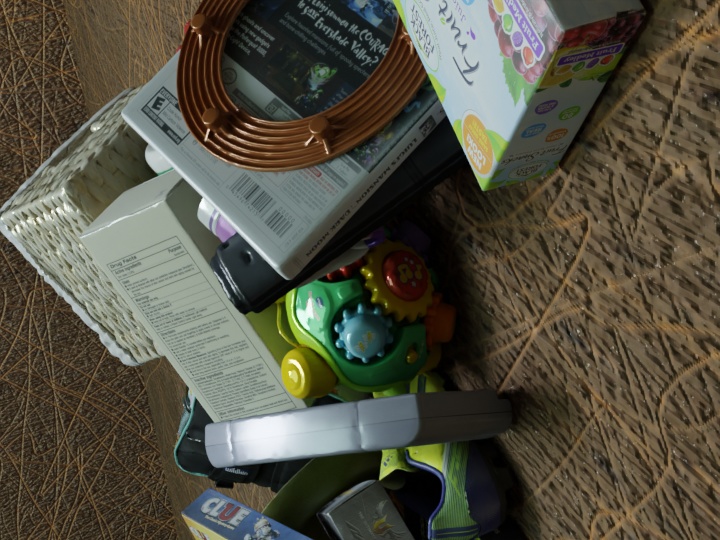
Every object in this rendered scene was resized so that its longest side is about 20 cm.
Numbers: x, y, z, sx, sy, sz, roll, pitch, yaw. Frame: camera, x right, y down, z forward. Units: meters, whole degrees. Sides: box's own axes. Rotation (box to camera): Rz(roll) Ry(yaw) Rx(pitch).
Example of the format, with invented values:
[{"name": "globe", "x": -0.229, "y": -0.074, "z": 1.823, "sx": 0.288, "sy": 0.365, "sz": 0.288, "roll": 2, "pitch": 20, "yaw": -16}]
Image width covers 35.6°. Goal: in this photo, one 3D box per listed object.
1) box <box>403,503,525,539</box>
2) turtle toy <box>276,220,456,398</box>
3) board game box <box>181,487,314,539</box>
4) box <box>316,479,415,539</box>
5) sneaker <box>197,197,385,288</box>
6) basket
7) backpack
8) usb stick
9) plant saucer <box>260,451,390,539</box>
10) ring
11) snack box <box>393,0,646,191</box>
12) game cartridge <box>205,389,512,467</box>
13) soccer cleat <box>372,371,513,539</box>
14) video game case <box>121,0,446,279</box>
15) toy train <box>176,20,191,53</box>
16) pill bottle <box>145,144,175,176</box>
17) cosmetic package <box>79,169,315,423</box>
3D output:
[{"name": "box", "x": 0.088, "y": 0.235, "z": 0.895, "sx": 0.200, "sy": 0.036, "sz": 0.144, "roll": -129, "pitch": 30, "yaw": -54}, {"name": "turtle toy", "x": 0.000, "y": 0.000, "z": 0.838, "sx": 0.101, "sy": 0.145, "sz": 0.202, "roll": -35, "pitch": 70, "yaw": 47}, {"name": "board game box", "x": -0.050, "y": 0.256, "z": 0.873, "sx": 0.199, "sy": 0.035, "sz": 0.136, "roll": 11, "pitch": 131, "yaw": 50}, {"name": "box", "x": 0.038, "y": 0.264, "z": 0.880, "sx": 0.201, "sy": 0.048, "sz": 0.158, "roll": 58, "pitch": 168, "yaw": 8}, {"name": "sneaker", "x": -0.007, "y": -0.076, "z": 0.775, "sx": 0.114, "sy": 0.201, "sz": 0.073, "roll": 38, "pitch": 178, "yaw": 17}, {"name": "basket", "x": -0.181, "y": -0.049, "z": 1.023, "sx": 0.160, "sy": 0.199, "sz": 0.200, "roll": -9, "pitch": 126, "yaw": 53}, {"name": "backpack", "x": -0.076, "y": 0.114, "z": 1.064, "sx": 0.201, "sy": 0.174, "sz": 0.154, "roll": 111, "pitch": 176, "yaw": -56}, {"name": "usb stick", "x": -0.007, "y": -0.046, "z": 0.716, "sx": 0.056, "sy": 0.199, "sz": 0.033, "roll": 56, "pitch": -175, "yaw": 19}, {"name": "plant saucer", "x": -0.035, "y": 0.235, "z": 1.035, "sx": 0.031, "sy": 0.199, "sz": 0.201, "roll": 38, "pitch": 145, "yaw": 27}, {"name": "ring", "x": -0.037, "y": -0.156, "z": 0.726, "sx": 0.019, "sy": 0.199, "sz": 0.201, "roll": 46, "pitch": -166, "yaw": -56}, {"name": "snack box", "x": 0.065, "y": -0.167, "z": 0.610, "sx": 0.143, "sy": 0.052, "sz": 0.202, "roll": 108, "pitch": 143, "yaw": -62}, {"name": "game cartridge", "x": -0.009, "y": 0.113, "z": 0.793, "sx": 0.199, "sy": 0.133, "sz": 0.041, "roll": -14, "pitch": 75, "yaw": 38}, {"name": "soccer cleat", "x": 0.043, "y": 0.132, "z": 0.869, "sx": 0.200, "sy": 0.083, "sz": 0.065, "roll": -129, "pitch": 29, "yaw": -53}, {"name": "video game case", "x": -0.044, "y": -0.117, "z": 0.735, "sx": 0.200, "sy": 0.182, "sz": 0.023, "roll": 42, "pitch": 178, "yaw": 35}, {"name": "toy train", "x": -0.114, "y": -0.198, "z": 1.089, "sx": 0.117, "sy": 0.084, "sz": 0.200, "roll": 70, "pitch": 162, "yaw": 2}, {"name": "pill bottle", "x": -0.075, "y": -0.057, "z": 0.933, "sx": 0.200, "sy": 0.113, "sz": 0.113, "roll": 49, "pitch": 171, "yaw": -21}, {"name": "cosmetic package", "x": -0.114, "y": 0.021, "z": 0.876, "sx": 0.104, "sy": 0.071, "sz": 0.201, "roll": -16, "pitch": 115, "yaw": 34}]
